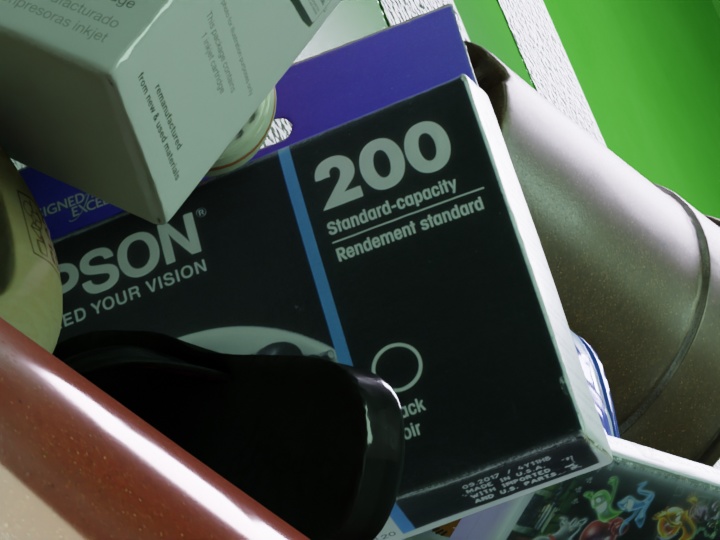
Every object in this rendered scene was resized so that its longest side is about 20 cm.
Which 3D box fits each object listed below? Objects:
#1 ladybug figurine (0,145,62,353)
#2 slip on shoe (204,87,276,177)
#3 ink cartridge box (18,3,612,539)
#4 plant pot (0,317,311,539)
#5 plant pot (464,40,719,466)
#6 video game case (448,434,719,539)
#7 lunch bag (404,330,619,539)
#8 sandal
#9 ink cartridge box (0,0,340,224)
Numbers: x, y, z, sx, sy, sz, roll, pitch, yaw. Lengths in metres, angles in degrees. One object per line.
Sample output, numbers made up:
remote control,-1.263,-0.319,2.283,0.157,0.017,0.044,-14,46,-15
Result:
ladybug figurine,-0.163,-0.016,0.779,0.200,0.072,0.136,33,34,-58
slip on shoe,-0.097,-0.085,0.962,0.200,0.074,0.061,31,-16,41
ink cartridge box,-0.035,0.010,0.904,0.043,0.198,0.200,56,15,-60
plant pot,-0.085,0.116,0.648,0.195,0.201,0.201,45,24,-28
plant pot,0.068,0.003,1.245,0.198,0.200,0.200,41,27,-36
video game case,0.083,0.158,0.964,0.182,0.200,0.023,18,19,-36
lunch bag,0.041,0.104,1.050,0.076,0.160,0.200,48,22,-40
sandal,-0.068,0.051,0.790,0.048,0.200,0.075,13,77,-40
ink cartridge box,-0.076,-0.134,0.872,0.200,0.145,0.084,-54,153,-25
